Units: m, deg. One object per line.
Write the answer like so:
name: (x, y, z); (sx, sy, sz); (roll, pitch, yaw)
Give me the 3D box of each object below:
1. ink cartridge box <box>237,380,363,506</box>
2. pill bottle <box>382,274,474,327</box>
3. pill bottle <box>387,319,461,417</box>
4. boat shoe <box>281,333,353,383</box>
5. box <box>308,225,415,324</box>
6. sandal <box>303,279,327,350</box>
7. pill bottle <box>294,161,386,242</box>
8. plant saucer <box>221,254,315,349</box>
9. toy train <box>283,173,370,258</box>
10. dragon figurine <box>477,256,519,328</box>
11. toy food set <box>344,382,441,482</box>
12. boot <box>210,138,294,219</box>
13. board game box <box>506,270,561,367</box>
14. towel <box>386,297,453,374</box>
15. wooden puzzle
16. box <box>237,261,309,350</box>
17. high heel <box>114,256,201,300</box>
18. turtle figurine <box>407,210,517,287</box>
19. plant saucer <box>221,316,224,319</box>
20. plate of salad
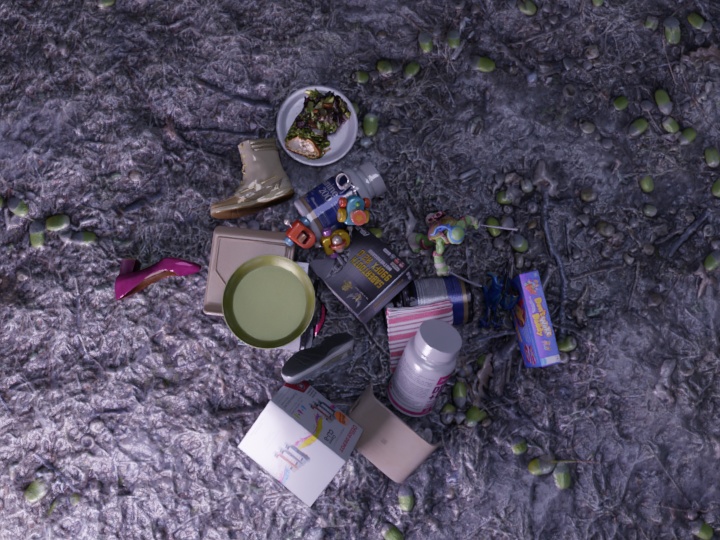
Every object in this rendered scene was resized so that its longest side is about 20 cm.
ink cartridge box: (-0.121, 0.353, 1.353); (0.199, 0.145, 0.145); (38, 110, 3)
pill bottle: (0.148, 0.074, 1.444); (0.197, 0.112, 0.114); (-7, 82, -3)
pill bottle: (0.137, 0.207, 1.371); (0.112, 0.202, 0.114); (12, 38, -10)
boat shoe: (-0.087, 0.200, 1.394); (0.074, 0.201, 0.066); (11, 116, 37)
box: (0.000, 0.000, 1.435); (0.158, 0.048, 0.200); (-41, 53, -7)
sandal: (-0.100, 0.122, 1.450); (0.044, 0.075, 0.204); (5, 89, 2)
pill bottle: (-0.044, -0.162, 1.473); (0.199, 0.111, 0.112); (-34, 84, -7)
plant saucer: (-0.193, 0.068, 1.367); (0.196, 0.031, 0.203); (0, 76, -1)
toy train: (-0.063, -0.103, 1.392); (0.200, 0.056, 0.150); (-46, 122, 2)
dragon figurine: (0.311, 0.055, 1.432); (0.058, 0.201, 0.101); (-3, 57, -19)
toy food set: (0.062, 0.355, 1.404); (0.199, 0.060, 0.144); (39, 121, 3)
boot: (-0.268, -0.215, 1.492); (0.197, 0.073, 0.158); (-19, 83, -6)
board game box: (0.381, 0.112, 1.435); (0.044, 0.135, 0.203); (-12, 82, -3)
towel: (0.130, 0.146, 1.413); (0.144, 0.202, 0.030); (-9, 42, -4)
wooden puzzle: (-0.242, 0.007, 1.415); (0.182, 0.037, 0.203); (6, 77, 0)
box: (-0.196, 0.075, 1.470); (0.142, 0.036, 0.203); (5, 80, -1)
high heel: (-0.456, 0.023, 1.452); (0.197, 0.067, 0.098); (-2, 71, 13)
turtle figurine: (0.205, -0.056, 1.436); (0.197, 0.194, 0.146); (11, 96, -24)
plant saucer: (-0.232, 0.038, 1.441); (0.197, 0.035, 0.204); (0, 81, -1)
plate of salad: (-0.104, -0.350, 1.532); (0.197, 0.048, 0.204); (0, 81, -1)
